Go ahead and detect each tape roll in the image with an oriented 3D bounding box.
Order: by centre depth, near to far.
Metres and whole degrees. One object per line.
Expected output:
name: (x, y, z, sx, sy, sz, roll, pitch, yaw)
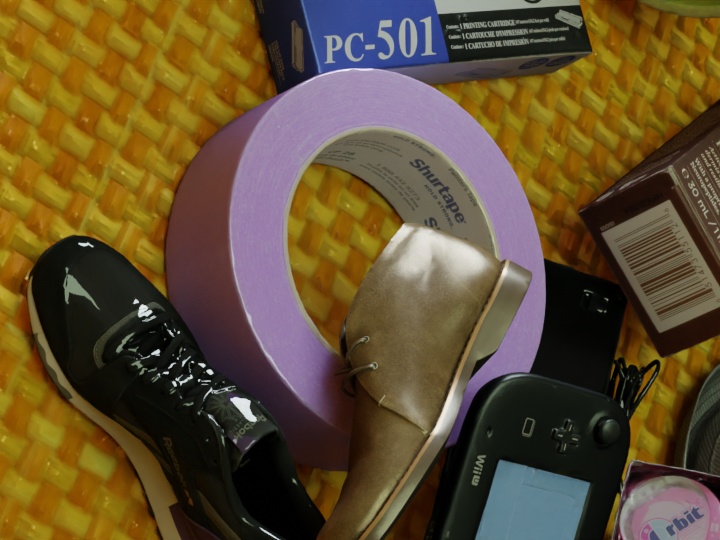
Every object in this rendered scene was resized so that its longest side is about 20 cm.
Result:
tape roll: (0.000, 0.000, 1.180, 0.199, 0.066, 0.201, 11, 71, -33)

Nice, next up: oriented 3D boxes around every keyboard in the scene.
keyboard: (0.100, 0.093, 1.255, 0.104, 0.040, 0.201, 20, 65, -5)

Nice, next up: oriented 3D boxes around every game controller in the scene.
game controller: (0.074, 0.153, 1.163, 0.104, 0.042, 0.201, 16, 90, -42)

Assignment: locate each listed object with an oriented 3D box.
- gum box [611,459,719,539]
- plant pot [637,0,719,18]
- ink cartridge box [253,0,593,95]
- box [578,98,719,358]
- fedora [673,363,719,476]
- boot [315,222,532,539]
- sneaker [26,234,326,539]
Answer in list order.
gum box: (0.154, 0.217, 1.193, 0.114, 0.066, 0.201, 70, 33, -58)
plant pot: (0.241, -0.270, 1.370, 0.184, 0.200, 0.201, -26, 93, -49)
ink cartridge box: (0.033, -0.152, 1.260, 0.199, 0.044, 0.094, -9, 81, -37)
box: (0.219, -0.039, 1.322, 0.100, 0.075, 0.200, 59, 39, -5)
fedora: (0.277, 0.124, 1.329, 0.199, 0.090, 0.178, -7, 81, -37)
boot: (0.011, 0.062, 1.099, 0.075, 0.074, 0.200, 31, 55, -5)
sneaker: (-0.078, 0.063, 1.090, 0.076, 0.087, 0.200, -39, 101, -37)
